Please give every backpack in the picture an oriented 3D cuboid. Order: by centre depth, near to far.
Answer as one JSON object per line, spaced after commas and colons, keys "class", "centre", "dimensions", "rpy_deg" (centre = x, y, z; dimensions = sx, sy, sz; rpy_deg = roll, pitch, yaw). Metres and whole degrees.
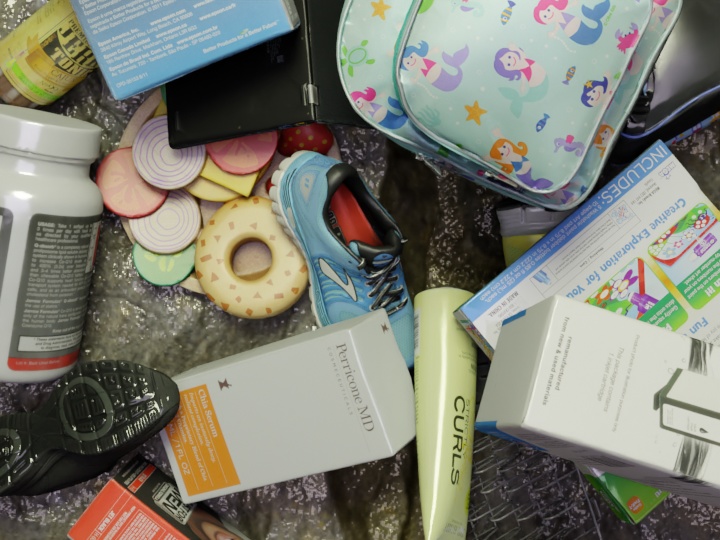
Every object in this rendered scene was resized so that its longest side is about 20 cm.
{"class": "backpack", "centre": [0.085, -0.146, 0.667], "dimensions": [0.199, 0.151, 0.178], "rpy_deg": [27, 103, 6]}
{"class": "backpack", "centre": [0.217, -0.205, 0.805], "dimensions": [0.182, 0.135, 0.201], "rpy_deg": [-31, 78, 0]}

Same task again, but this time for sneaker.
{"class": "sneaker", "centre": [0.000, 0.000, 0.812], "dimensions": [0.078, 0.090, 0.201], "rpy_deg": [-38, 112, -25]}
{"class": "sneaker", "centre": [-0.218, 0.129, 0.828], "dimensions": [0.199, 0.091, 0.076], "rpy_deg": [-23, 64, 23]}
{"class": "sneaker", "centre": [0.211, -0.015, 0.847], "dimensions": [0.199, 0.078, 0.091], "rpy_deg": [1, 100, 6]}

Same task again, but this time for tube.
{"class": "tube", "centre": [0.065, 0.115, 0.775], "dimensions": [0.058, 0.052, 0.201], "rpy_deg": [11, 69, -23]}

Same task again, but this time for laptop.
{"class": "laptop", "centre": [-0.047, -0.195, 0.838], "dimensions": [0.199, 0.116, 0.188], "rpy_deg": [-8, 81, 20]}

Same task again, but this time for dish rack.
{"class": "dish rack", "centre": [0.108, 0.158, 0.818], "dimensions": [0.054, 0.153, 0.201], "rpy_deg": [-20, 92, -43]}

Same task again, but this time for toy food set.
{"class": "toy food set", "centre": [-0.114, -0.072, 0.854], "dimensions": [0.197, 0.049, 0.201], "rpy_deg": [23, 92, 0]}

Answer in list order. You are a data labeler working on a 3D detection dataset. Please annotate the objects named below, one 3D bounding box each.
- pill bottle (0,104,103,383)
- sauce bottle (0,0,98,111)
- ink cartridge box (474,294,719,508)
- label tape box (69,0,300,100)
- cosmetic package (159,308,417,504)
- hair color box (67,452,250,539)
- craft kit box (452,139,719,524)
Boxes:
{"class": "pill bottle", "centre": [-0.266, -0.022, 0.813], "dimensions": [0.115, 0.116, 0.201], "rpy_deg": [13, 100, 0]}
{"class": "sauce bottle", "centre": [-0.210, -0.200, 0.815], "dimensions": [0.200, 0.065, 0.065], "rpy_deg": [-32, 91, 22]}
{"class": "ink cartridge box", "centre": [0.188, 0.091, 0.653], "dimensions": [0.199, 0.146, 0.085], "rpy_deg": [17, 79, -3]}
{"class": "label tape box", "centre": [-0.145, -0.241, 0.729], "dimensions": [0.143, 0.066, 0.201], "rpy_deg": [-19, 105, 9]}
{"class": "cosmetic package", "centre": [-0.061, 0.109, 0.811], "dimensions": [0.199, 0.071, 0.102], "rpy_deg": [-19, 92, 27]}
{"class": "hair color box", "centre": [-0.131, 0.241, 0.839], "dimensions": [0.200, 0.102, 0.061], "rpy_deg": [39, 92, -2]}
{"class": "craft kit box", "centre": [0.205, 0.043, 0.753], "dimensions": [0.200, 0.049, 0.198], "rpy_deg": [-38, 84, -7]}
